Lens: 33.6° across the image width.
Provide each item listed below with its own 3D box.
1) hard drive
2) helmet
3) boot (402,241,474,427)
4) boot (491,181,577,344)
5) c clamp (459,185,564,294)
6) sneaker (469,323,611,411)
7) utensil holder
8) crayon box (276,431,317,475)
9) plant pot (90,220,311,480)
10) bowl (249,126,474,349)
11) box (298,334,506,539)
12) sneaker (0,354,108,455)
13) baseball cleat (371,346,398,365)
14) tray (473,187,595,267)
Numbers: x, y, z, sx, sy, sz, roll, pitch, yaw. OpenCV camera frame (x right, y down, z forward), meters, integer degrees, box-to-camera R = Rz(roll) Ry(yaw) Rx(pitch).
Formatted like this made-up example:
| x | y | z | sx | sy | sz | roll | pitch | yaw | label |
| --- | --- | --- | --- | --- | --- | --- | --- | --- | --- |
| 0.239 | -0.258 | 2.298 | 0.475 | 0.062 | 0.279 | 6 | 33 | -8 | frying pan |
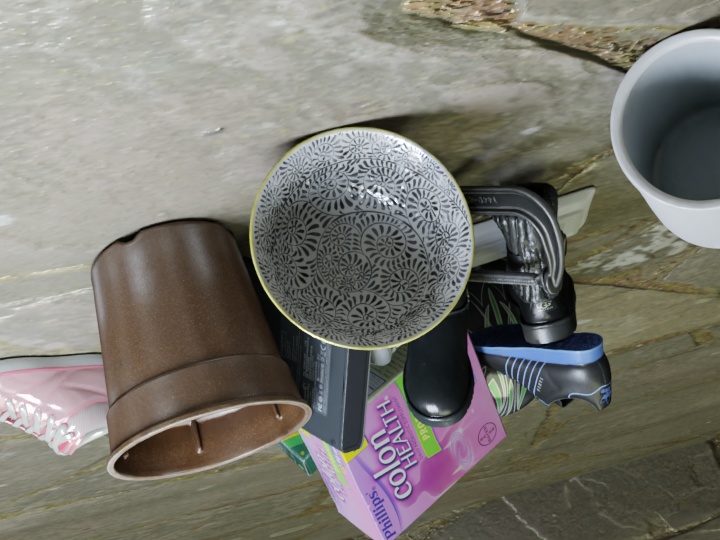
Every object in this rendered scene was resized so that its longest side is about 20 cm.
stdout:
| x | y | z | sx | sy | sz | roll | pitch | yaw | label |
| --- | --- | --- | --- | --- | --- | --- | --- | --- | --- |
| -0.068 | 0.080 | 1.199 | 0.033 | 0.142 | 0.199 | -12 | -156 | -40 | hard drive |
| 0.156 | 0.087 | 1.521 | 0.197 | 0.203 | 0.191 | -14 | 177 | -11 | helmet |
| 0.074 | 0.030 | 1.179 | 0.072 | 0.200 | 0.164 | 0 | 135 | 10 | boot |
| 0.193 | -0.025 | 1.342 | 0.078 | 0.160 | 0.211 | -16 | -165 | 4 | boot |
| 0.140 | -0.015 | 1.246 | 0.027 | 0.173 | 0.199 | -36 | -159 | -36 | c clamp |
| 0.193 | 0.109 | 1.325 | 0.070 | 0.079 | 0.199 | -25 | -162 | -34 | sneaker |
| 0.344 | -0.120 | 1.163 | 0.168 | 0.172 | 0.200 | -24 | 162 | 16 | utensil holder |
| -0.038 | 0.122 | 1.402 | 0.200 | 0.125 | 0.052 | -45 | 154 | -17 | crayon box |
| -0.170 | 0.074 | 1.155 | 0.198 | 0.201 | 0.201 | -17 | 160 | -6 | plant pot |
| -0.003 | -0.019 | 1.081 | 0.198 | 0.203 | 0.094 | -14 | 168 | -11 | bowl |
| 0.043 | 0.166 | 1.331 | 0.199 | 0.096 | 0.177 | -37 | 125 | -21 | box |
| -0.364 | 0.157 | 1.337 | 0.198 | 0.106 | 0.075 | -3 | 157 | -34 | sneaker |
| -0.025 | 0.081 | 1.230 | 0.106 | 0.070 | 0.200 | -30 | -179 | -10 | baseball cleat |
| 0.185 | -0.042 | 1.429 | 0.197 | 0.022 | 0.108 | -18 | 159 | -3 | tray |
